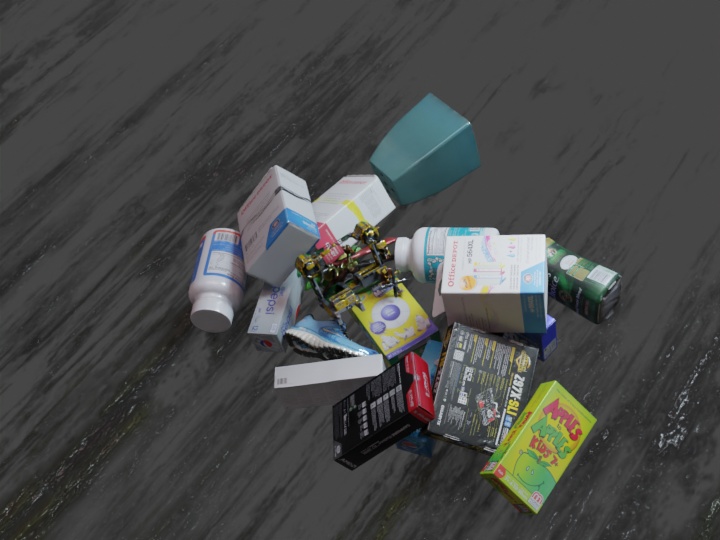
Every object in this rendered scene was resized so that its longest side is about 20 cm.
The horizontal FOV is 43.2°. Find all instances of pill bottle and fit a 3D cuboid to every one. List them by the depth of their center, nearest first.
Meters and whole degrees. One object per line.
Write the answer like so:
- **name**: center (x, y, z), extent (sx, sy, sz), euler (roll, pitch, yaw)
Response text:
- **pill bottle**: center (0.171, -0.029, 1.784), extent (0.200, 0.111, 0.111), euler (1, 52, 15)
- **pill bottle**: center (-0.287, 0.022, 1.850), extent (0.112, 0.112, 0.200), euler (-2, 52, 12)

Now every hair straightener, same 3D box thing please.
- **hair straightener**: center (0.000, 0.000, 1.816), extent (0.200, 0.077, 0.041), euler (-24, 14, -32)

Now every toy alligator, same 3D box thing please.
- **toy alligator**: center (-0.029, -0.011, 1.857), extent (0.200, 0.059, 0.054), euler (-42, 97, -22)

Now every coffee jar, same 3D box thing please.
- **coffee jar**: center (0.384, 0.012, 1.706), extent (0.200, 0.104, 0.085), euler (32, 62, 32)

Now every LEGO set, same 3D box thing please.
- **LEGO set**: center (-0.014, 0.007, 1.711), extent (0.200, 0.154, 0.116), euler (-23, 27, -15)

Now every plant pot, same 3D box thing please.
- **plant pot**: center (0.129, -0.246, 1.951), extent (0.200, 0.141, 0.141), euler (-38, 53, -10)

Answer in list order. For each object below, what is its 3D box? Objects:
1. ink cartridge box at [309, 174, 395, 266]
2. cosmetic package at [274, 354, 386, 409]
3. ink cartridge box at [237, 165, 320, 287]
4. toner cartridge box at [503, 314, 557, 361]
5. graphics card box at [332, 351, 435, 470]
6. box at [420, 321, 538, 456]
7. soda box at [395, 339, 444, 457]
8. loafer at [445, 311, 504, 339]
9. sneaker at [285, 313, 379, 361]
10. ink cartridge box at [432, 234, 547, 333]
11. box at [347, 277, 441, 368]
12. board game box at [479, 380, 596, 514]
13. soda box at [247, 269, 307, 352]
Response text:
- **ink cartridge box**: center (-0.048, -0.105, 1.877), extent (0.200, 0.083, 0.145), euler (-42, 24, -19)
- **cosmetic package**: center (-0.051, 0.205, 1.669), extent (0.200, 0.083, 0.051), euler (-8, 49, 6)
- **ink cartridge box**: center (-0.165, -0.090, 1.799), extent (0.145, 0.084, 0.200), euler (-48, 34, 24)
- **toner cartridge box**: center (0.269, 0.081, 1.684), extent (0.200, 0.095, 0.043), euler (34, 66, 33)
- **graphics card box**: center (0.036, 0.243, 1.565), extent (0.200, 0.051, 0.126), euler (-37, 34, 25)
- **box**: center (0.205, 0.206, 1.558), extent (0.160, 0.049, 0.200), euler (18, 71, -8)
- **soda box**: center (0.123, 0.226, 1.622), extent (0.068, 0.064, 0.200), euler (12, 56, 21)
- **loafer**: center (0.234, 0.127, 1.677), extent (0.071, 0.073, 0.200), euler (-33, 62, -18)
- **sneaker**: center (-0.044, 0.130, 1.731), extent (0.200, 0.078, 0.090), euler (21, 55, 26)
- **ink cartridge box**: center (0.225, 0.024, 1.598), extent (0.200, 0.125, 0.129), euler (-1, 54, 13)
- **box**: center (0.056, 0.087, 1.760), extent (0.117, 0.048, 0.200), euler (-30, 50, -11)
- **board game box**: center (0.296, 0.292, 1.507), extent (0.102, 0.048, 0.200), euler (43, 66, -6)
- **soda box**: center (-0.160, 0.063, 1.814), extent (0.063, 0.068, 0.200), euler (2, 52, 17)
